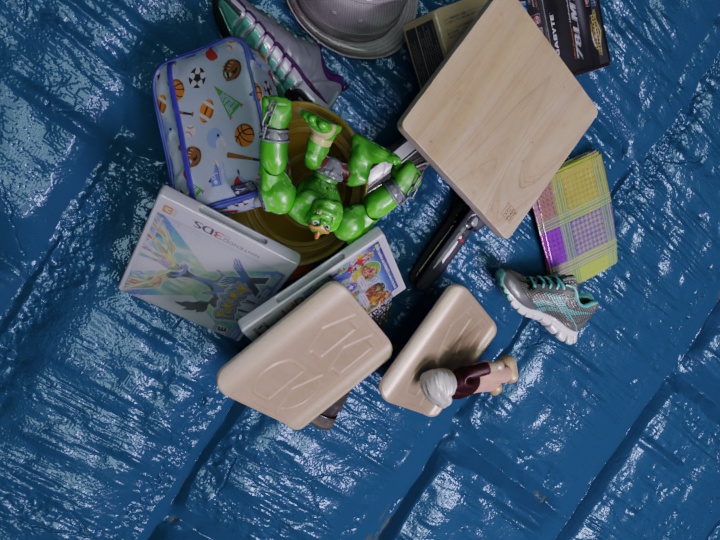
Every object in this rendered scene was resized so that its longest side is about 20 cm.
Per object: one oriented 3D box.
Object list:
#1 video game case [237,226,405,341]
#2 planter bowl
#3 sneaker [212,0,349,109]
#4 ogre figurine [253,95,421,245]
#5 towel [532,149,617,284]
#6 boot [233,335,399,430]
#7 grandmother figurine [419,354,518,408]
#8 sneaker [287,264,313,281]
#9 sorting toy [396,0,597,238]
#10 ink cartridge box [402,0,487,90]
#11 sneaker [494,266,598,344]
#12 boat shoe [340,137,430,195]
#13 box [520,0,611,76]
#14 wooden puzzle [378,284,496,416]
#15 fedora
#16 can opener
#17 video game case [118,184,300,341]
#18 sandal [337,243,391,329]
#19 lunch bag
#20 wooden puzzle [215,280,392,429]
[{"bbox_3d":[-0.040,0.041,0.726,0.198,0.018,0.144,-34,148,-2],"label":"video game case"},{"bbox_3d":[-0.076,-0.109,0.764,0.195,0.083,0.207,0,90,13],"label":"planter bowl"},{"bbox_3d":[-0.102,-0.289,0.757,0.200,0.074,0.088,48,62,-20],"label":"sneaker"},{"bbox_3d":[-0.034,-0.101,0.656,0.197,0.098,0.122,12,111,-42],"label":"ogre figurine"},{"bbox_3d":[0.346,-0.081,0.940,0.141,0.023,0.204,-24,107,-11],"label":"towel"},{"bbox_3d":[-0.064,0.117,0.823,0.197,0.069,0.176,30,102,-19],"label":"boot"},{"bbox_3d":[0.152,0.162,0.844,0.197,0.061,0.122,7,128,-49],"label":"grandmother figurine"},{"bbox_3d":[-0.156,-0.018,0.782,0.195,0.077,0.075,7,98,-19],"label":"sneaker"},{"bbox_3d":[0.158,-0.184,0.704,0.198,0.069,0.202,40,84,-23],"label":"sorting toy"},{"bbox_3d":[0.169,-0.285,0.790,0.198,0.074,0.168,-31,110,-29],"label":"ink cartridge box"},{"bbox_3d":[0.294,0.034,0.911,0.197,0.078,0.092,29,114,-27],"label":"sneaker"},{"bbox_3d":[0.064,-0.148,0.820,0.198,0.071,0.064,-35,107,-8],"label":"boat shoe"},{"bbox_3d":[0.269,-0.364,0.787,0.197,0.049,0.205,-27,106,-45],"label":"box"},{"bbox_3d":[0.114,0.121,0.866,0.187,0.046,0.199,-54,145,-1],"label":"wooden puzzle"},{"bbox_3d":[0.000,-0.373,0.738,0.195,0.090,0.182,16,90,-17],"label":"fedora"},{"bbox_3d":[0.142,-0.054,0.865,0.078,0.063,0.202,36,90,-20],"label":"can opener"},{"bbox_3d":[-0.197,0.003,0.737,0.179,0.022,0.200,27,135,-19],"label":"video game case"},{"bbox_3d":[0.001,-0.001,0.842,0.073,0.048,0.206,-10,103,-4],"label":"sandal"},{"bbox_3d":[-0.173,-0.164,0.707,0.156,0.075,0.206,-11,87,16],"label":"lunch bag"},{"bbox_3d":[-0.065,0.108,0.731,0.184,0.047,0.201,-38,144,-1],"label":"wooden puzzle"}]
